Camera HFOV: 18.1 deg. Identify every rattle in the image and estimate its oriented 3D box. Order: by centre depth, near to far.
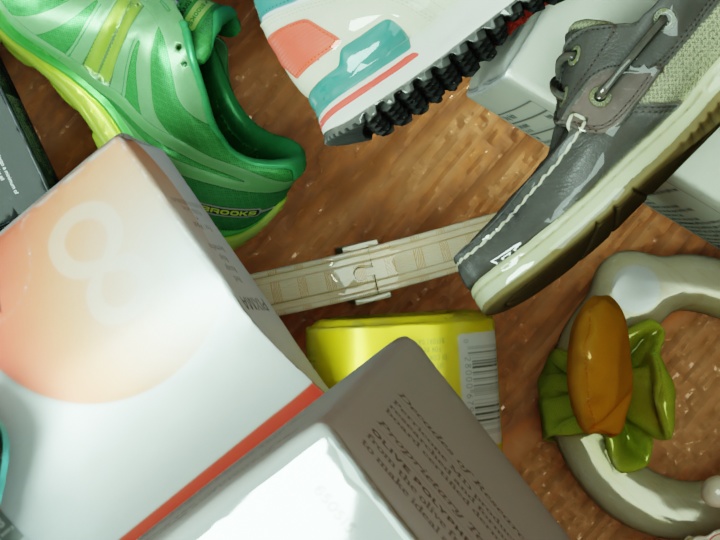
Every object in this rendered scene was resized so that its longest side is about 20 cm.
[{"bbox_3d":[0.180,0.062,0.951,0.200,0.143,0.130,30,66,4],"label":"rattle"}]

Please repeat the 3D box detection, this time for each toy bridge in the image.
[{"bbox_3d":[0.000,0.000,0.970,0.199,0.067,0.027,-14,92,-4],"label":"toy bridge"}]

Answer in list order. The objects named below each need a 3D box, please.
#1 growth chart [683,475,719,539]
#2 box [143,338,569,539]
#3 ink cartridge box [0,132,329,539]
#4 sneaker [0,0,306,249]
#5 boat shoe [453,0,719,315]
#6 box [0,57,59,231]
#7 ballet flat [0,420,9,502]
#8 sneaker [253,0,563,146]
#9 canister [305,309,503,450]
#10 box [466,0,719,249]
[{"bbox_3d":[0.159,0.194,0.974,0.144,0.018,0.201,21,101,-28],"label":"growth chart"},{"bbox_3d":[-0.010,0.167,0.764,0.199,0.171,0.200,-39,91,12],"label":"box"},{"bbox_3d":[-0.092,0.075,0.869,0.162,0.050,0.200,-39,74,12],"label":"ink cartridge box"},{"bbox_3d":[-0.095,-0.101,0.949,0.083,0.074,0.200,-33,106,23],"label":"sneaker"},{"bbox_3d":[0.103,-0.069,0.851,0.201,0.072,0.066,-44,83,-2],"label":"boat shoe"},{"bbox_3d":[-0.239,-0.084,0.943,0.163,0.086,0.201,-26,93,-2],"label":"box"},{"bbox_3d":[-0.181,0.141,0.844,0.071,0.072,0.201,9,95,-4],"label":"ballet flat"},{"bbox_3d":[0.045,-0.137,0.853,0.200,0.070,0.094,-37,82,8],"label":"sneaker"},{"bbox_3d":[0.022,0.118,0.935,0.086,0.149,0.201,-3,89,1],"label":"canister"},{"bbox_3d":[0.160,-0.073,0.949,0.200,0.128,0.109,31,89,-4],"label":"box"}]
